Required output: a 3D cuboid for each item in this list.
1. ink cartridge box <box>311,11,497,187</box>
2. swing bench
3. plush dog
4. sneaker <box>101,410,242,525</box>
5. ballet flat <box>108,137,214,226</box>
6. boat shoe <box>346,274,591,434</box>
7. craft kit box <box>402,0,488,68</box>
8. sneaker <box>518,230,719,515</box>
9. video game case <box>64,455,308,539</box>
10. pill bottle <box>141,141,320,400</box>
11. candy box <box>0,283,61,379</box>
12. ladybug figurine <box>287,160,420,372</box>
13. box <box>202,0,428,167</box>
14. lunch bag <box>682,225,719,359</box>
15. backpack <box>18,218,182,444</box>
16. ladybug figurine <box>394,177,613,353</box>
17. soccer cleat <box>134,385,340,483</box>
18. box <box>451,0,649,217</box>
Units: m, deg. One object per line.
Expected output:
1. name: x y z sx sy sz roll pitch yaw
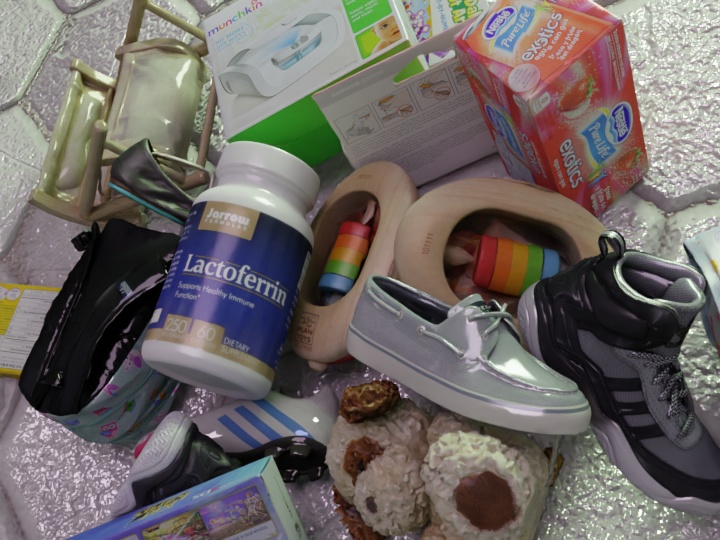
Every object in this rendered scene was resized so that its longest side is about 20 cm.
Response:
1. ink cartridge box: 0.070 -0.160 0.799 0.197 0.177 0.045 -23 55 9
2. swing bench: -0.254 -0.169 0.967 0.199 0.129 0.202 -25 50 46
3. plush dog: 0.052 0.153 0.654 0.169 0.203 0.160 20 38 21
4. sneaker: -0.153 0.214 0.731 0.113 0.201 0.076 30 34 -4
5. ballet flat: -0.148 -0.057 0.842 0.069 0.199 0.068 -55 13 -4
6. boat shoe: 0.071 0.052 0.608 0.199 0.069 0.073 20 107 37
7. craft kit box: 0.045 -0.275 0.959 0.194 0.049 0.203 -17 57 11
8. sneaker: 0.202 0.068 0.589 0.075 0.114 0.201 -31 77 -42
9. video game case: -0.121 0.263 0.662 0.197 0.045 0.184 -23 97 9
10. pill bottle: -0.106 -0.001 0.755 0.114 0.116 0.203 6 70 26
11. candy box: -0.414 0.064 0.977 0.197 0.026 0.104 4 68 26
12. ladybug figurine: 0.000 0.000 0.793 0.135 0.072 0.203 10 72 47
13. box: -0.043 -0.212 0.876 0.197 0.097 0.179 -25 56 13
14. lunch bag: 0.336 0.043 0.600 0.167 0.127 0.203 -20 67 13
15. backpack: -0.228 0.064 0.836 0.165 0.127 0.202 10 67 40
16. ladybug figurine: 0.122 0.000 0.710 0.197 0.072 0.138 17 84 -2
17. soccer cleat: -0.106 0.147 0.779 0.196 0.070 0.087 -7 41 19
18. box: 0.164 -0.135 0.728 0.094 0.200 0.103 -40 53 -1
